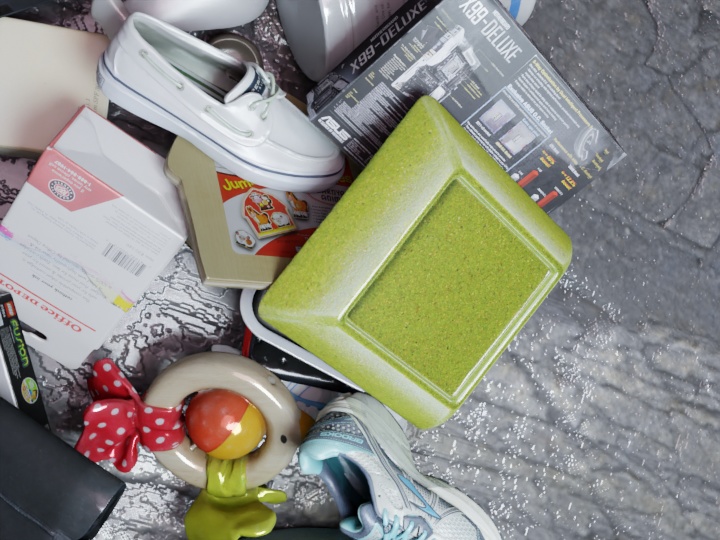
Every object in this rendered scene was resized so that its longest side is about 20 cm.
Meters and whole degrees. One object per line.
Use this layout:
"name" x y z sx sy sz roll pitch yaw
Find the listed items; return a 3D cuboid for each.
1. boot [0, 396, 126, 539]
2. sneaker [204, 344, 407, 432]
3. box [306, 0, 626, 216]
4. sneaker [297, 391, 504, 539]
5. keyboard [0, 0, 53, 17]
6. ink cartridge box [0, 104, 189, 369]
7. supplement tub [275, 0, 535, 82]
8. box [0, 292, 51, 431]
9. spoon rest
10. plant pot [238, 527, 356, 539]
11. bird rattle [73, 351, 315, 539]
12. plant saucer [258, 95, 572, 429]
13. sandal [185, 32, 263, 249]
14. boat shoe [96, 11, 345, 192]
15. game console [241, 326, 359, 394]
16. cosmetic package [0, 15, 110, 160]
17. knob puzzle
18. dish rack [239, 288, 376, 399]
"boot" -0.251 0.104 0.657 0.200 0.066 0.165 40 117 9
"sneaker" -0.043 0.099 0.826 0.200 0.075 0.087 26 65 -16
"box" 0.082 -0.112 0.716 0.158 0.050 0.200 -40 119 20
"sneaker" 0.026 0.192 0.712 0.200 0.078 0.086 44 34 7
"keyboard" -0.296 -0.233 0.691 0.104 0.040 0.200 45 51 13
"ink cartridge box" -0.220 -0.017 0.725 0.116 0.200 0.068 35 37 -15
"supplement tub" 0.038 -0.247 0.795 0.200 0.132 0.132 -19 98 -17
"box" -0.303 0.126 0.728 0.110 0.035 0.200 -11 97 14
"spoon rest" -0.145 -0.230 0.752 0.099 0.061 0.200 55 44 -11
"plant pot" -0.028 0.318 0.771 0.200 0.196 0.196 -17 98 -37
"bird rattle" -0.130 0.129 0.763 0.163 0.113 0.200 -42 97 20
"plant saucer" 0.059 0.010 0.687 0.200 0.048 0.200 39 89 -33
"sandal" -0.116 -0.106 0.792 0.082 0.055 0.200 10 89 -17
"boat shoe" -0.092 -0.120 0.679 0.200 0.067 0.074 20 49 -22
"game console" 0.003 0.025 0.821 0.200 0.031 0.177 14 70 -17
"cosmetic package" -0.300 -0.146 0.724 0.200 0.073 0.104 6 90 -19
"knob puzzle" -0.063 -0.066 0.728 0.220 0.030 0.220 18 49 -23
"dish rack" 0.000 0.000 0.787 0.172 0.044 0.200 29 66 -12
